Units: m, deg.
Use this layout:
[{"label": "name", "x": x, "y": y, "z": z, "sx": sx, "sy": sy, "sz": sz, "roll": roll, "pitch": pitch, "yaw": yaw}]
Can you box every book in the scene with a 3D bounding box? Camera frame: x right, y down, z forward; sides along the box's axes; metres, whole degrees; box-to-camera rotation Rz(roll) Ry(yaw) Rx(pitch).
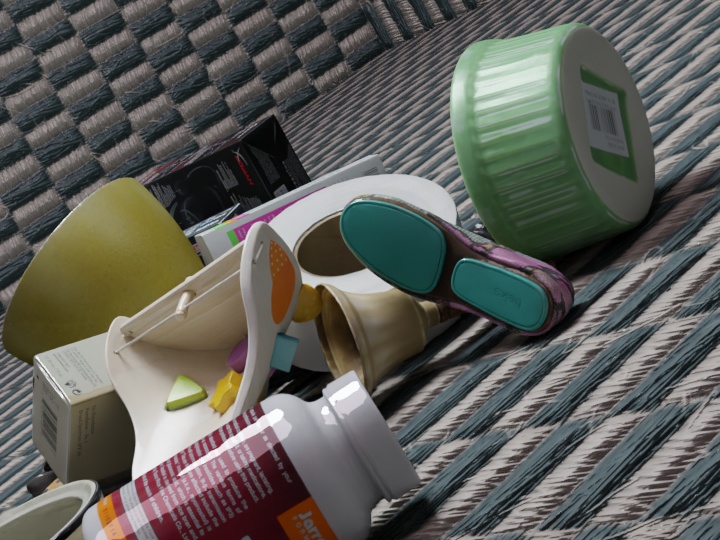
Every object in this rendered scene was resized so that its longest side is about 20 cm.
[{"label": "book", "x": -0.045, "y": -0.014, "z": 1.678, "sx": 0.199, "sy": 0.134, "sz": 0.048, "roll": -25, "pitch": 8, "yaw": -21}]

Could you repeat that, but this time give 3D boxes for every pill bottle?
[{"label": "pill bottle", "x": -0.067, "y": 0.151, "z": 1.104, "sx": 0.199, "sy": 0.113, "sz": 0.113, "roll": -32, "pitch": 10, "yaw": -2}]

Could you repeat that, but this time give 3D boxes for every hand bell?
[{"label": "hand bell", "x": 0.071, "y": 0.029, "z": 1.419, "sx": 0.199, "sy": 0.105, "sz": 0.104, "roll": -19, "pitch": 7, "yaw": -18}]

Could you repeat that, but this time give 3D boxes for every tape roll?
[{"label": "tape roll", "x": 0.000, "y": 0.000, "z": 1.537, "sx": 0.201, "sy": 0.071, "sz": 0.203, "roll": -14, "pitch": 33, "yaw": 9}]

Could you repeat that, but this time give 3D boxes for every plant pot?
[{"label": "plant pot", "x": -0.213, "y": 0.037, "z": 1.606, "sx": 0.200, "sy": 0.142, "sz": 0.200, "roll": -51, "pitch": -13, "yaw": -16}]

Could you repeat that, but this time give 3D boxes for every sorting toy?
[{"label": "sorting toy", "x": -0.119, "y": 0.092, "z": 1.355, "sx": 0.200, "sy": 0.107, "sz": 0.181, "roll": -31, "pitch": 35, "yaw": 41}]

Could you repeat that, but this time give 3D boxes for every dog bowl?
[{"label": "dog bowl", "x": -0.268, "y": 0.247, "z": 1.332, "sx": 0.199, "sy": 0.074, "sz": 0.200, "roll": -30, "pitch": 11, "yaw": 6}]

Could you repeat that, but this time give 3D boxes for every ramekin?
[{"label": "ramekin", "x": 0.168, "y": -0.110, "z": 1.460, "sx": 0.097, "sy": 0.201, "sz": 0.200, "roll": -16, "pitch": 17, "yaw": 32}]

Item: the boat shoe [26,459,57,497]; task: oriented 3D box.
[{"label": "boat shoe", "x": -0.280, "y": 0.192, "z": 1.664, "sx": 0.067, "sy": 0.057, "sz": 0.200, "roll": -30, "pitch": 11, "yaw": 3}]

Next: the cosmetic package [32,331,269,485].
[{"label": "cosmetic package", "x": -0.180, "y": 0.102, "z": 1.498, "sx": 0.199, "sy": 0.104, "sz": 0.073, "roll": -18, "pitch": 45, "yaw": -30}]

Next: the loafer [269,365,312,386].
[{"label": "loafer", "x": -0.024, "y": 0.038, "z": 1.626, "sx": 0.200, "sy": 0.071, "sz": 0.068, "roll": -34, "pitch": 9, "yaw": -18}]

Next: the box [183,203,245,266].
[{"label": "box", "x": -0.158, "y": 0.039, "z": 1.757, "sx": 0.199, "sy": 0.159, "sz": 0.046, "roll": -22, "pitch": 15, "yaw": 35}]

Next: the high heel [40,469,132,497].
[{"label": "high heel", "x": -0.248, "y": 0.182, "z": 1.571, "sx": 0.142, "sy": 0.072, "sz": 0.200, "roll": -23, "pitch": 20, "yaw": 6}]

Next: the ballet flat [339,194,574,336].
[{"label": "ballet flat", "x": 0.078, "y": -0.006, "z": 1.364, "sx": 0.199, "sy": 0.069, "sz": 0.071, "roll": 24, "pitch": 19, "yaw": 22}]

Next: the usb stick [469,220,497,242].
[{"label": "usb stick", "x": 0.139, "y": -0.039, "z": 1.527, "sx": 0.200, "sy": 0.032, "sz": 0.056, "roll": -32, "pitch": -34, "yaw": -60}]

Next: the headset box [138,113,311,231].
[{"label": "headset box", "x": -0.141, "y": -0.051, "z": 1.775, "sx": 0.199, "sy": 0.149, "sz": 0.077, "roll": -21, "pitch": 14, "yaw": 37}]
